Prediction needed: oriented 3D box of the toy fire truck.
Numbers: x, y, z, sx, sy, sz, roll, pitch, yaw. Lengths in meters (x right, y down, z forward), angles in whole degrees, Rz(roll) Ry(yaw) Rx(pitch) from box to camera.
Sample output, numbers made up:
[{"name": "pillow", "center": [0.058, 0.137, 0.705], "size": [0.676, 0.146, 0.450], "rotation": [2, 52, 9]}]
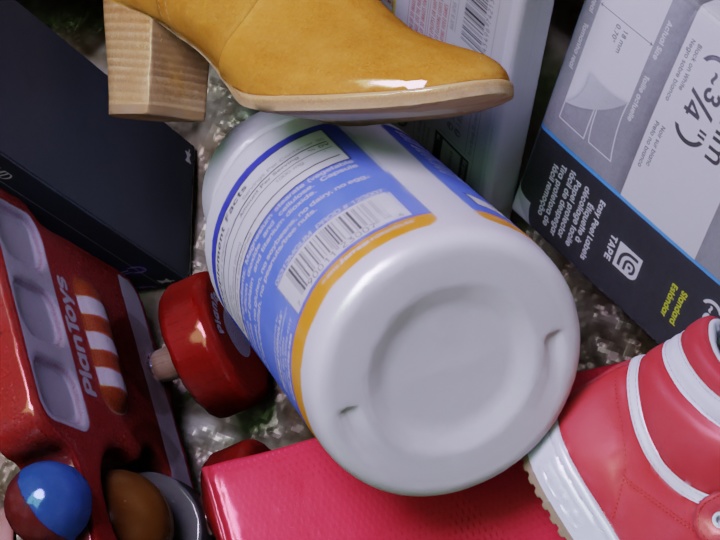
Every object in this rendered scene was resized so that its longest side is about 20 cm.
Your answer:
[{"name": "toy fire truck", "center": [-0.112, 0.075, 0.789], "size": [0.112, 0.168, 0.200], "rotation": [-23, 67, 15]}]

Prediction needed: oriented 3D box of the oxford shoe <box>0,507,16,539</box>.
[{"name": "oxford shoe", "center": [-0.193, 0.190, 0.775], "size": [0.074, 0.071, 0.200], "rotation": [15, 68, -5]}]

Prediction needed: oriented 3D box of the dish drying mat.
[{"name": "dish drying mat", "center": [0.041, 0.092, 0.759], "size": [0.200, 0.018, 0.077], "rotation": [-14, 69, -8]}]

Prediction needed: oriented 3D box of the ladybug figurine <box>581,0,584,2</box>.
[{"name": "ladybug figurine", "center": [0.143, -0.167, 0.815], "size": [0.200, 0.072, 0.136], "rotation": [28, 86, 28]}]

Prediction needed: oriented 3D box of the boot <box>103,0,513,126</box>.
[{"name": "boot", "center": [-0.027, -0.132, 0.740], "size": [0.201, 0.071, 0.144], "rotation": [4, 91, 34]}]

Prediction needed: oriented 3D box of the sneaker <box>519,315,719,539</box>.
[{"name": "sneaker", "center": [0.156, 0.112, 0.689], "size": [0.112, 0.071, 0.200], "rotation": [-41, 78, 27]}]

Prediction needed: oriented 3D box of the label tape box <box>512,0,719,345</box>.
[{"name": "label tape box", "center": [0.162, -0.026, 0.722], "size": [0.063, 0.144, 0.200], "rotation": [-22, 54, -35]}]

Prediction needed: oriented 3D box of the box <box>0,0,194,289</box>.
[{"name": "box", "center": [-0.181, -0.049, 0.841], "size": [0.141, 0.200, 0.079], "rotation": [-10, 68, 20]}]

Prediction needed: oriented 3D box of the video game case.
[{"name": "video game case", "center": [0.011, -0.122, 0.798], "size": [0.023, 0.200, 0.182], "rotation": [-29, 59, -24]}]

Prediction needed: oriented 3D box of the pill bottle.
[{"name": "pill bottle", "center": [0.000, 0.000, 0.766], "size": [0.112, 0.112, 0.200], "rotation": [-47, 30, 3]}]
